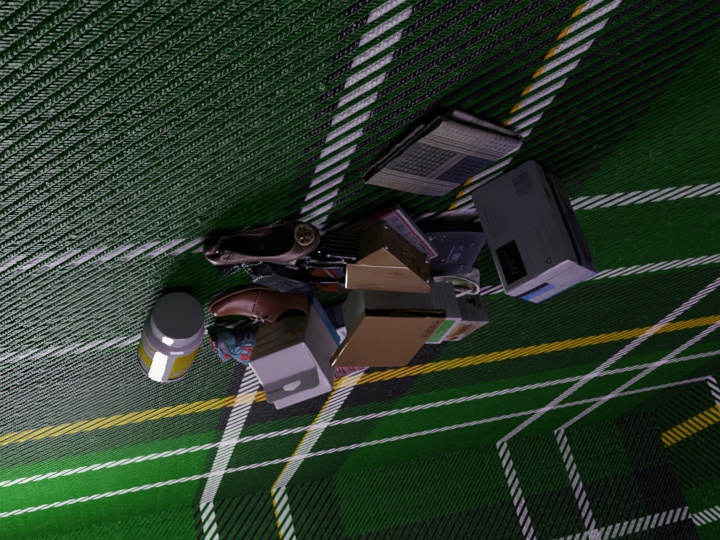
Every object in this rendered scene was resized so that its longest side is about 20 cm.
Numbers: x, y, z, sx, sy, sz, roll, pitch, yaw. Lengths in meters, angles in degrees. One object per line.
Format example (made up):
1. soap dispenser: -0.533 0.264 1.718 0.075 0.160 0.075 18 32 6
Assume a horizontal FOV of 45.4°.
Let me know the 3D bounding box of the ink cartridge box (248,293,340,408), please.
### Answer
1. ink cartridge box: -0.129 0.167 1.718 0.127 0.201 0.126 -22 115 15

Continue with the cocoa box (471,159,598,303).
1. cocoa box: 0.304 -0.065 1.505 0.133 0.202 0.131 -30 154 30

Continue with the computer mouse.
1. computer mouse: -0.144 -0.008 1.544 0.199 0.047 0.140 17 155 -36

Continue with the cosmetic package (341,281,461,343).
1. cosmetic package: 0.077 0.078 1.634 0.198 0.086 0.108 1 148 -22

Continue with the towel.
1. towel: 0.127 -0.182 1.359 0.199 0.035 0.192 4 153 -43

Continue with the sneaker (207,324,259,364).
1. sneaker: -0.246 0.137 1.800 0.095 0.080 0.200 -31 163 11

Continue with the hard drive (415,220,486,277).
1. hard drive: 0.131 -0.040 1.624 0.198 0.043 0.136 -3 142 -20

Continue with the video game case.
1. video game case: 0.020 -0.036 1.550 0.198 0.018 0.143 -23 134 25

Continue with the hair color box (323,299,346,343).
1. hair color box: -0.069 0.124 1.876 0.198 0.061 0.100 -19 157 9

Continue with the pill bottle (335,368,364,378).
1. pill bottle: -0.041 0.183 1.965 0.198 0.111 0.110 -18 157 6

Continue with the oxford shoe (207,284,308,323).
1. oxford shoe: -0.195 0.071 1.668 0.198 0.072 0.071 -7 157 -15

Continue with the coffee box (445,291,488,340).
1. coffee box: 0.177 0.103 1.958 0.198 0.081 0.114 4 150 -37

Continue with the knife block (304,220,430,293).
1. knife block: 0.005 -0.003 1.526 0.175 0.065 0.199 -29 131 31

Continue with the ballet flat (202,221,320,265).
1. ballet flat: -0.164 -0.047 1.433 0.197 0.068 0.046 -7 161 -4

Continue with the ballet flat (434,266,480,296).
1. ballet flat: 0.177 0.023 1.797 0.198 0.070 0.069 2 152 -35

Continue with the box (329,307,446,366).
1. box: 0.048 0.127 1.598 0.162 0.021 0.200 2 148 -22

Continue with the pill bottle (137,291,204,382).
1. pill bottle: -0.358 0.127 1.634 0.113 0.115 0.200 -5 155 -23

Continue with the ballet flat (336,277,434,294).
1. ballet flat: 0.054 0.032 1.692 0.198 0.071 0.071 -9 156 -14

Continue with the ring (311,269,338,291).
1. ring: 0.000 0.000 1.695 0.198 0.019 0.201 -13 156 -6
